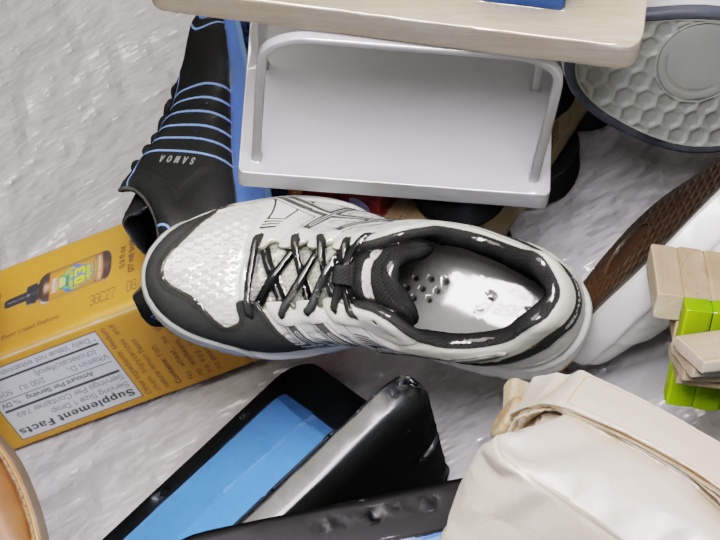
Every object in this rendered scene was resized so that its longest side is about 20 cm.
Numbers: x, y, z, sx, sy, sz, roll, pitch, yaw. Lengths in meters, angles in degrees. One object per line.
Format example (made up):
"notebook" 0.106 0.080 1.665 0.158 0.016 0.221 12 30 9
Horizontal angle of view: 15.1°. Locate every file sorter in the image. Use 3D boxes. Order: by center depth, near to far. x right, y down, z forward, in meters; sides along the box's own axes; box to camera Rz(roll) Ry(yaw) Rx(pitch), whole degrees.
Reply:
"file sorter" 0.022 -0.148 1.190 0.138 0.125 0.201 4 65 -1

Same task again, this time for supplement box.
"supplement box" -0.105 0.018 1.346 0.199 0.069 0.067 -18 41 15

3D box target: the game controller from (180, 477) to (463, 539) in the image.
"game controller" 0.016 0.141 1.085 0.199 0.042 0.105 -10 62 -17

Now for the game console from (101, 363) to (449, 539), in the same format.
"game console" -0.070 0.111 1.196 0.200 0.176 0.116 -43 69 -11

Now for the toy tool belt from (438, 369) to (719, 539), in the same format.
"toy tool belt" 0.131 0.114 1.043 0.125 0.199 0.123 -62 -4 27

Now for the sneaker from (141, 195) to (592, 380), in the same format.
"sneaker" 0.000 0.000 1.165 0.199 0.088 0.076 4 80 8

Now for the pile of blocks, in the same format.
"pile of blocks" 0.169 0.062 1.091 0.082 0.062 0.200 -5 30 -24

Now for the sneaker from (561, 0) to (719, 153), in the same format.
"sneaker" 0.167 -0.124 1.249 0.201 0.077 0.146 1 37 -21

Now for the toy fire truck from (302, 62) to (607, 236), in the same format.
"toy fire truck" 0.011 -0.109 1.292 0.199 0.129 0.176 26 65 19

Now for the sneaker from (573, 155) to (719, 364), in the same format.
"sneaker" 0.175 -0.007 1.188 0.200 0.085 0.073 -40 13 26

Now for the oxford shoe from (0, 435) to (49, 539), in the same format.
"oxford shoe" -0.213 0.086 1.256 0.071 0.071 0.200 -49 65 27

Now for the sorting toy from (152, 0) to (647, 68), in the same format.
"sorting toy" 0.026 -0.197 1.105 0.199 0.070 0.200 7 65 1

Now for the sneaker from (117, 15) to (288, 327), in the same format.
"sneaker" -0.077 -0.055 1.295 0.077 0.070 0.201 -16 42 7
